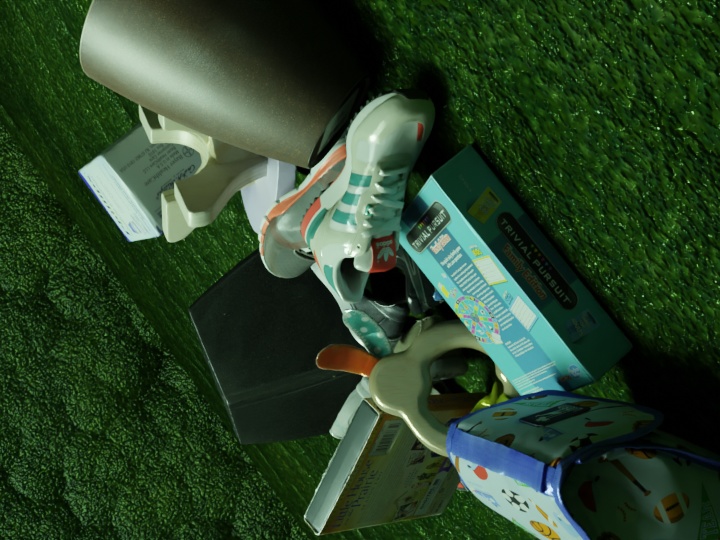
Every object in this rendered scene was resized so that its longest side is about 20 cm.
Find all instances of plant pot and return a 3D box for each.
[{"bbox_3d":[-0.095,-0.180,0.944,0.199,0.188,0.187,36,161,4],"label":"plant pot"},{"bbox_3d":[-0.094,0.094,1.357,0.200,0.175,0.202,87,158,-63],"label":"plant pot"}]

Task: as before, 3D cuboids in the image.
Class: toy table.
[{"bbox_3d":[-0.137,-0.117,1.104,0.184,0.115,0.203,-130,35,-52],"label":"toy table"}]

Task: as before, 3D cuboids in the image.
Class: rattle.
[{"bbox_3d":[0.067,0.103,1.093,0.196,0.133,0.143,8,-173,12],"label":"rattle"}]

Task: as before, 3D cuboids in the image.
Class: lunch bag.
[{"bbox_3d":[0.180,0.160,0.848,0.197,0.126,0.169,21,174,-22],"label":"lunch bag"}]

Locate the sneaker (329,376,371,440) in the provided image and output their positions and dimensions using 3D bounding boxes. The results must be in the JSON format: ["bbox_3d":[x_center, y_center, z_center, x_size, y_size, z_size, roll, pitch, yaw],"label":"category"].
[{"bbox_3d":[0.020,0.192,1.311,0.075,0.089,0.200,42,175,37],"label":"sneaker"}]

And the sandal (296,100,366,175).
[{"bbox_3d":[-0.043,-0.129,1.081,0.076,0.048,0.201,51,162,4],"label":"sandal"}]

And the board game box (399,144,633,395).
[{"bbox_3d":[0.117,0.011,0.940,0.201,0.047,0.151,52,163,4],"label":"board game box"}]

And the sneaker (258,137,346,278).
[{"bbox_3d":[-0.035,-0.038,1.065,0.200,0.076,0.083,-52,51,47],"label":"sneaker"}]

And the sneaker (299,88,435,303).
[{"bbox_3d":[0.017,-0.054,0.921,0.201,0.069,0.094,-56,48,44],"label":"sneaker"}]

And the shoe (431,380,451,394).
[{"bbox_3d":[0.098,0.159,1.293,0.069,0.054,0.200,18,-156,-51],"label":"shoe"}]

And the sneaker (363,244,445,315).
[{"bbox_3d":[0.018,-0.015,1.089,0.199,0.082,0.071,32,154,50],"label":"sneaker"}]

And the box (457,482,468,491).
[{"bbox_3d":[0.076,0.212,1.463,0.137,0.037,0.200,54,163,-3],"label":"box"}]

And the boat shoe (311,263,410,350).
[{"bbox_3d":[0.000,0.000,1.198,0.071,0.068,0.201,14,-152,-29],"label":"boat shoe"}]

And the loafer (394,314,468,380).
[{"bbox_3d":[0.066,0.083,1.208,0.200,0.074,0.071,150,112,-74],"label":"loafer"}]

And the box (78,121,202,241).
[{"bbox_3d":[-0.203,-0.131,1.270,0.106,0.183,0.199,53,164,-13],"label":"box"}]

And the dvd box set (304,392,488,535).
[{"bbox_3d":[0.045,0.193,1.158,0.198,0.148,0.029,3,-152,-48],"label":"dvd box set"}]
